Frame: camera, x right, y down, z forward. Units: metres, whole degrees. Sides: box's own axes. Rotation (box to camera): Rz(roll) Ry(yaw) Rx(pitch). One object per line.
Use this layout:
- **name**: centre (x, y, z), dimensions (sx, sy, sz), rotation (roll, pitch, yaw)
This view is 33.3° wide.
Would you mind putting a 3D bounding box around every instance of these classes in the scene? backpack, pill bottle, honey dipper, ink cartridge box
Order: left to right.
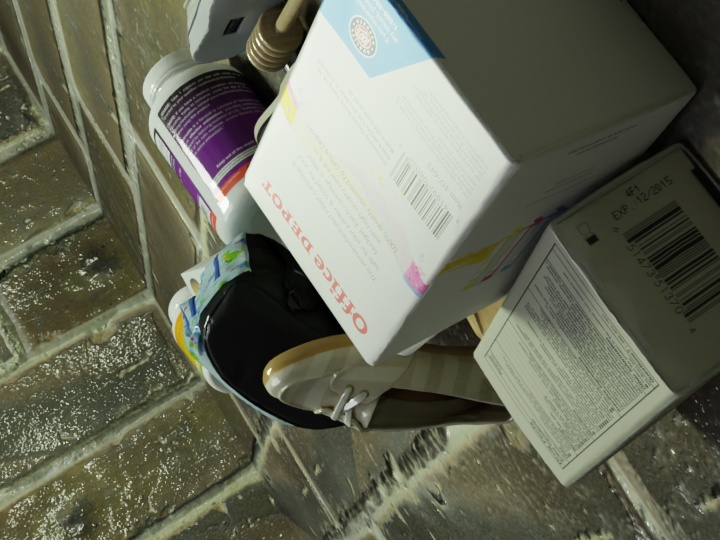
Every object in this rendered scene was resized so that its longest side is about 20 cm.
- **pill bottle**: centre (-0.228, 0.098, 1.880), dimensions (0.200, 0.111, 0.112), rotation (40, 155, 52)
- **pill bottle**: centre (-0.131, -0.122, 1.170), dimensions (0.200, 0.112, 0.113), rotation (53, 163, 26)
- **backpack**: centre (-0.079, 0.045, 1.016), dimensions (0.163, 0.154, 0.200), rotation (38, -160, -23)
- **honey dipper**: centre (-0.046, -0.200, 0.875), dimensions (0.038, 0.038, 0.200), rotation (59, 158, 4)
- **ink cartridge box**: centre (0.041, -0.059, 0.605), dimensions (0.129, 0.125, 0.200), rotation (55, 145, 16)

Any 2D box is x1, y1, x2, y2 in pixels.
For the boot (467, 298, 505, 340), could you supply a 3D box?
- **boot**: centre (0.057, -0.050, 0.793), dimensions (0.175, 0.066, 0.201), rotation (39, 155, 54)

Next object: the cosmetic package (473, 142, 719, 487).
- **cosmetic package**: centre (0.137, 0.033, 0.641), dimensions (0.104, 0.087, 0.200), rotation (55, 163, 14)

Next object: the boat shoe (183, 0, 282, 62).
- **boat shoe**: centre (-0.098, -0.231, 0.938), dimensions (0.200, 0.070, 0.070), rotation (146, 108, -67)

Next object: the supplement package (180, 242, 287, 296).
- **supplement package**: centre (-0.129, 0.023, 1.431), dimensions (0.114, 0.109, 0.200), rotation (62, 165, -5)

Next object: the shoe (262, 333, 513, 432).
- **shoe**: centre (0.027, 0.088, 0.897), dimensions (0.070, 0.198, 0.054), rotation (109, 156, -47)

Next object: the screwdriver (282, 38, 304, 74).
- **screwdriver**: centre (-0.084, -0.229, 0.994), dimensions (0.201, 0.028, 0.029), rotation (60, -166, 7)

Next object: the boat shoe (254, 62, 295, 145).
- **boat shoe**: centre (-0.038, -0.107, 0.962), dimensions (0.200, 0.072, 0.063), rotation (126, 127, -69)
